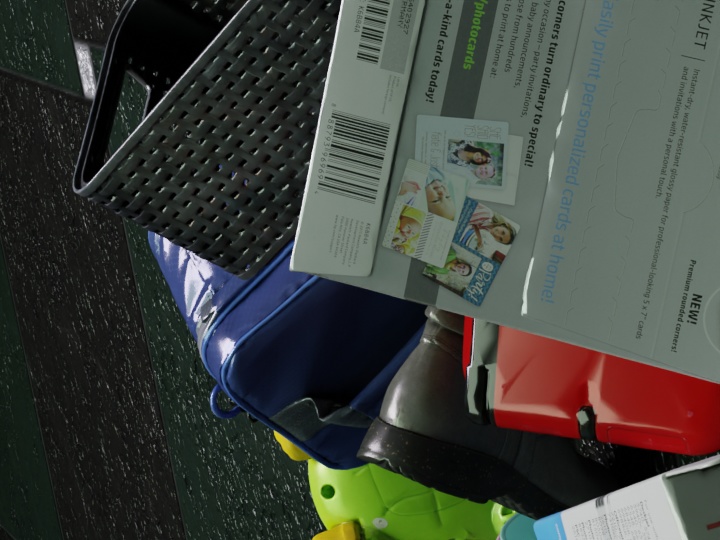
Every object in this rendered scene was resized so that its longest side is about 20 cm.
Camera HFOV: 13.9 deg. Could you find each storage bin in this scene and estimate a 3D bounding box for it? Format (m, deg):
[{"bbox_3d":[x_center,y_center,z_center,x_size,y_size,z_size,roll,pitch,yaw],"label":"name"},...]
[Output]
[{"bbox_3d":[-0.034,-0.108,1.315,0.200,0.094,0.135,-44,26,40],"label":"storage bin"}]

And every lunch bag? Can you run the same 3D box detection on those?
[{"bbox_3d":[0.000,0.000,1.441,0.136,0.200,0.132,37,-167,-43],"label":"lunch bag"}]

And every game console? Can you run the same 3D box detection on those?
[{"bbox_3d":[0.103,-0.036,1.228,0.172,0.119,0.200,7,97,27],"label":"game console"}]

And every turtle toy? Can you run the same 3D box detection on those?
[{"bbox_3d":[0.031,0.080,1.558,0.101,0.146,0.200,26,-131,-85],"label":"turtle toy"}]

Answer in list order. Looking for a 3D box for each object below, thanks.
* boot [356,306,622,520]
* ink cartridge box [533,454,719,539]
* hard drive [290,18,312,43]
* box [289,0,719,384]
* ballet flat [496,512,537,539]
[{"bbox_3d":[0.085,0.050,1.401,0.068,0.200,0.131,20,89,36],"label":"boot"},{"bbox_3d":[0.160,0.104,1.181,0.200,0.116,0.068,142,111,-71],"label":"ink cartridge box"},{"bbox_3d":[0.000,-0.148,1.496,0.135,0.042,0.200,43,141,21],"label":"hard drive"},{"bbox_3d":[0.084,-0.051,1.130,0.041,0.200,0.156,-27,-50,-69],"label":"box"},{"bbox_3d":[0.130,0.179,1.424,0.200,0.069,0.071,37,156,58],"label":"ballet flat"}]
